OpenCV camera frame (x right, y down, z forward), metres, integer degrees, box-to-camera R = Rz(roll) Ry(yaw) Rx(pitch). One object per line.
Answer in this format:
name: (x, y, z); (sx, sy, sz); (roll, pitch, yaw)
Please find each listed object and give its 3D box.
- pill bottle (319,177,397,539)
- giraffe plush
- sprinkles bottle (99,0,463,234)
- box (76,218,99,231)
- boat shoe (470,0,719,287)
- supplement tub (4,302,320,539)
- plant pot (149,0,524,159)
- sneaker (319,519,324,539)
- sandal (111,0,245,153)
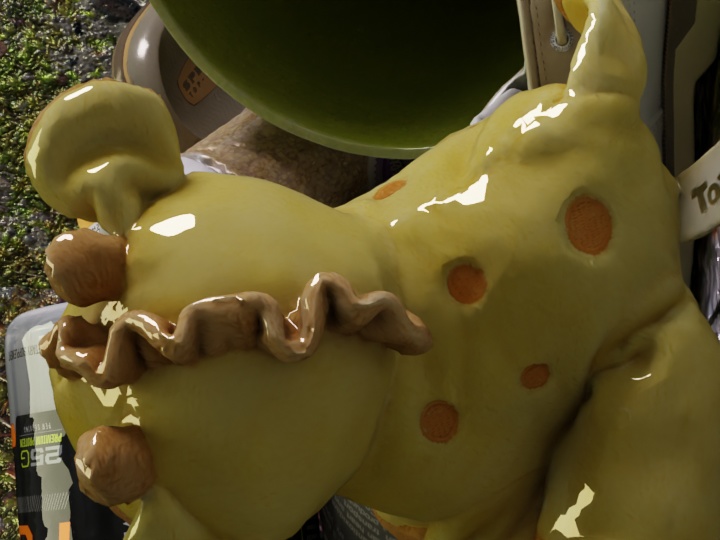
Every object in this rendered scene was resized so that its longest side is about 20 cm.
pill bottle: (0.040, 0.066, 0.725); (0.114, 0.112, 0.201); (-88, 1, -45)
giraffe plush: (-0.002, 0.026, 0.455); (0.173, 0.161, 0.201); (65, 151, 30)
sprinkles bottle: (-0.008, -0.048, 0.723); (0.200, 0.068, 0.069); (-39, -33, -35)
box: (-0.085, 0.050, 1.030); (0.119, 0.041, 0.201); (30, -146, -50)
boat shoe: (0.067, -0.038, 0.573); (0.075, 0.068, 0.202); (-92, 3, -69)
supplement tub: (-0.076, 0.112, 0.757); (0.123, 0.121, 0.202); (95, 169, -84)
plant pot: (0.031, -0.169, 0.694); (0.200, 0.186, 0.188); (-62, -22, -57)
sneaker: (0.026, 0.090, 0.894); (0.199, 0.086, 0.081); (-21, 41, 42)
sandal: (-0.033, -0.121, 0.759); (0.080, 0.054, 0.201); (50, -133, -25)
